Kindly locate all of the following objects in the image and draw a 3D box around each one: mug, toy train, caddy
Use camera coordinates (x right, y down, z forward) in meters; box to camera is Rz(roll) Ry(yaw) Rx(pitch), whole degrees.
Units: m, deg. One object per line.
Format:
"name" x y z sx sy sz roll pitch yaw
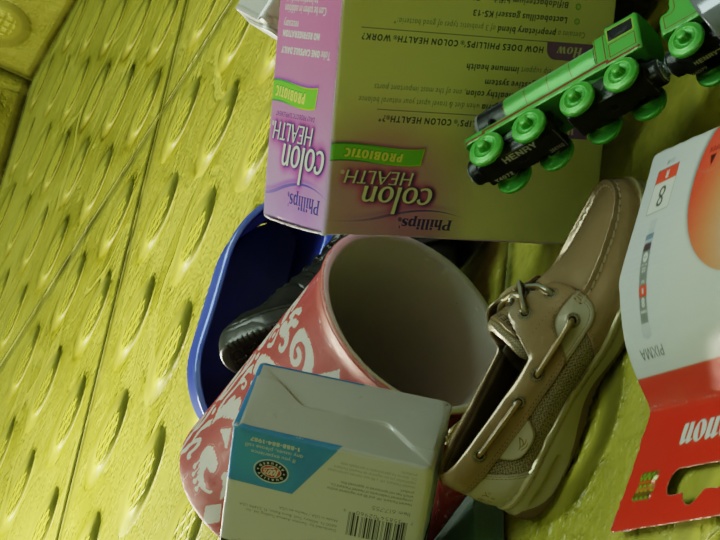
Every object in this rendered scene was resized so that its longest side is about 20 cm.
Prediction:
"mug" -0.021 0.101 1.486 0.200 0.133 0.178 -46 29 39
"toy train" 0.140 -0.106 1.312 0.200 0.042 0.056 -28 43 25
"caddy" -0.040 0.042 1.647 0.105 0.141 0.200 162 125 -75

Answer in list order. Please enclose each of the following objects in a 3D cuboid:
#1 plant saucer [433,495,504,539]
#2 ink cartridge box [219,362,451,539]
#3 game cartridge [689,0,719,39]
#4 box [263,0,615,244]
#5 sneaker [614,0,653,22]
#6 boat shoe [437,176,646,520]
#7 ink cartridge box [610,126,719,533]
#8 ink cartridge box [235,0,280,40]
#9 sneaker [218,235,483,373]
"plant saucer" 0.057 0.204 1.329 0.070 0.019 0.200 -57 19 34
"ink cartridge box" -0.021 0.161 1.391 0.068 0.116 0.200 -69 -10 -56
"game cartridge" 0.222 -0.207 1.258 0.133 0.040 0.200 -36 31 32
"box" 0.048 -0.120 1.405 0.097 0.176 0.200 -163 76 -65
"sneaker" 0.170 -0.225 1.508 0.201 0.076 0.115 -62 -1 30
"boat shoe" 0.104 0.035 1.323 0.200 0.064 0.071 -68 15 -5
"ink cartridge box" 0.167 0.022 1.163 0.200 0.050 0.162 -68 15 -17
"ink cartridge box" 0.029 -0.222 1.636 0.200 0.146 0.085 -60 20 1
"sneaker" -0.001 -0.002 1.578 0.200 0.060 0.104 -18 48 8
